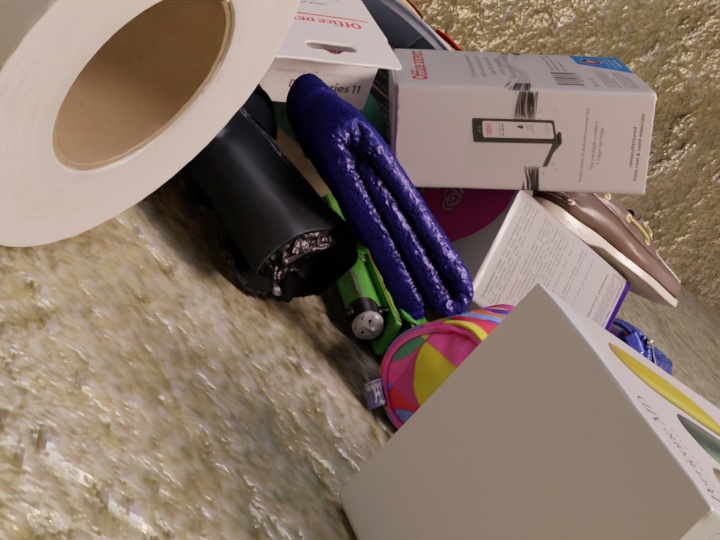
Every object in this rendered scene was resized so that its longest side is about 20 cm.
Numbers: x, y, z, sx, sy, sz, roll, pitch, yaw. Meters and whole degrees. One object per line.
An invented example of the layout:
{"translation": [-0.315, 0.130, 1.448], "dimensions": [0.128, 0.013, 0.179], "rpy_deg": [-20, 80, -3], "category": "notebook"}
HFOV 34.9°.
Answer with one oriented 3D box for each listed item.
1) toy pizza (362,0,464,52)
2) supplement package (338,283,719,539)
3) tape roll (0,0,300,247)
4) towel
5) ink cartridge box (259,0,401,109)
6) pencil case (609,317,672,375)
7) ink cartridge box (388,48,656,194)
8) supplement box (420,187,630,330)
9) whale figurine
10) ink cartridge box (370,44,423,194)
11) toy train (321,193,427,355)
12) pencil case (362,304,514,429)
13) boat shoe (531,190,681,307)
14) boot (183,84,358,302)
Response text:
{"translation": [0.043, -0.214, 1.076], "dimensions": [0.200, 0.032, 0.200], "rpy_deg": [41, -8, 7], "category": "toy pizza"}
{"translation": [0.126, 0.140, 0.552], "dimensions": [0.199, 0.151, 0.152], "rpy_deg": [31, 18, -37], "category": "supplement package"}
{"translation": [-0.117, -0.107, 0.519], "dimensions": [0.071, 0.203, 0.202], "rpy_deg": [44, 14, 13], "category": "tape roll"}
{"translation": [0.002, -0.051, 0.761], "dimensions": [0.148, 0.049, 0.200], "rpy_deg": [55, 1, -19], "category": "towel"}
{"translation": [-0.057, -0.190, 0.903], "dimensions": [0.116, 0.068, 0.201], "rpy_deg": [2, 40, -26], "category": "ink cartridge box"}
{"translation": [0.258, 0.097, 1.125], "dimensions": [0.200, 0.086, 0.079], "rpy_deg": [30, 43, -64], "category": "pencil case"}
{"translation": [0.121, -0.123, 0.925], "dimensions": [0.198, 0.085, 0.146], "rpy_deg": [2, 22, 0], "category": "ink cartridge box"}
{"translation": [0.131, 0.004, 0.989], "dimensions": [0.101, 0.104, 0.200], "rpy_deg": [23, -6, 45], "category": "supplement box"}
{"translation": [-0.032, -0.129, 1.012], "dimensions": [0.159, 0.104, 0.200], "rpy_deg": [40, 12, -8], "category": "whale figurine"}
{"translation": [0.050, -0.122, 1.144], "dimensions": [0.165, 0.075, 0.200], "rpy_deg": [43, -9, -1], "category": "ink cartridge box"}
{"translation": [0.000, 0.000, 0.857], "dimensions": [0.056, 0.042, 0.200], "rpy_deg": [25, 20, -24], "category": "toy train"}
{"translation": [0.074, 0.069, 0.772], "dimensions": [0.088, 0.088, 0.200], "rpy_deg": [45, 17, 13], "category": "pencil case"}
{"translation": [0.229, -0.031, 1.031], "dimensions": [0.199, 0.060, 0.072], "rpy_deg": [32, -8, -30], "category": "boat shoe"}
{"translation": [-0.067, -0.054, 0.763], "dimensions": [0.169, 0.076, 0.200], "rpy_deg": [53, 7, 12], "category": "boot"}
